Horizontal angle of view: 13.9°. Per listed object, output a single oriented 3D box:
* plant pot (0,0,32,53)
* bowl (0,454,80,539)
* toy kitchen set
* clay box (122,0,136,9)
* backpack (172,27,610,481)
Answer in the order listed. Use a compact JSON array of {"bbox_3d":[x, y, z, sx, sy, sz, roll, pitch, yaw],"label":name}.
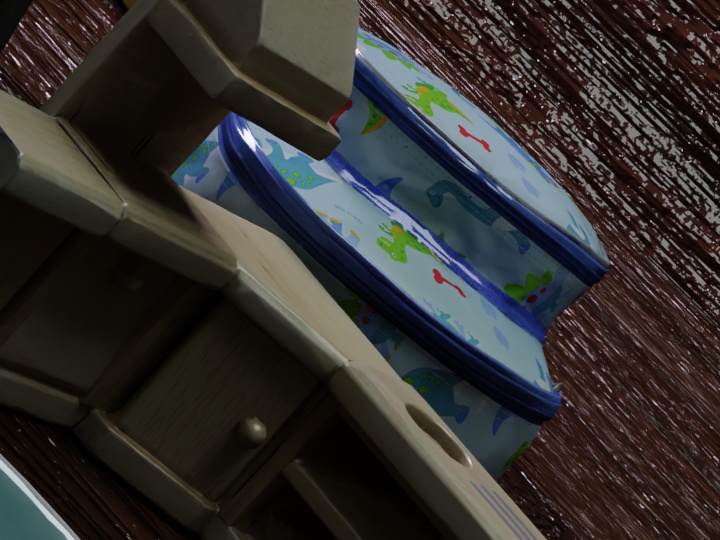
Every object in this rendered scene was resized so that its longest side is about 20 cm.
[{"bbox_3d":[-0.177,-0.170,1.031,0.200,0.178,0.200,40,9,-13],"label":"plant pot"},{"bbox_3d":[-0.115,0.072,0.422,0.201,0.105,0.201,42,9,-8],"label":"bowl"},{"bbox_3d":[-0.022,0.017,0.882,0.181,0.163,0.200,48,11,30],"label":"toy kitchen set"},{"bbox_3d":[-0.073,-0.131,1.698,0.200,0.048,0.115,35,12,-37],"label":"clay box"},{"bbox_3d":[0.000,0.000,1.110,0.183,0.147,0.200,39,13,-12],"label":"backpack"}]
